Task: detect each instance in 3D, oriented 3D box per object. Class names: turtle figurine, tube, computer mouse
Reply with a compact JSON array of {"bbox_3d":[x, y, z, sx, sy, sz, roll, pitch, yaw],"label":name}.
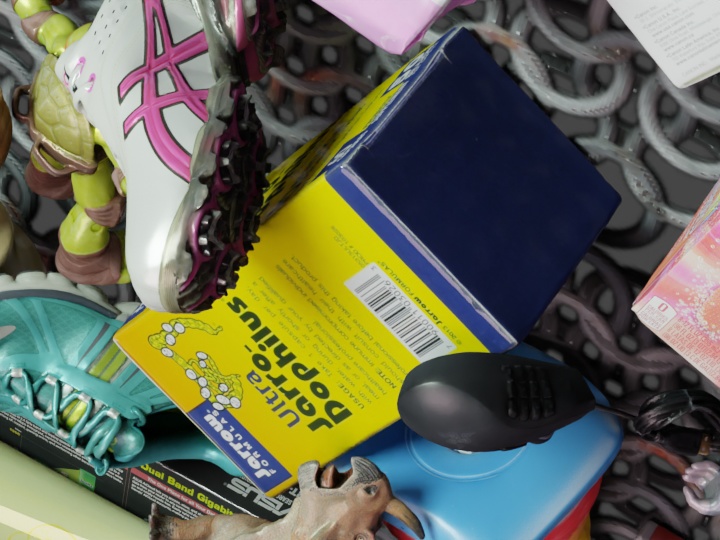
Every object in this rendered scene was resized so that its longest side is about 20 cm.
[{"bbox_3d":[-0.121,-0.059,1.299,0.200,0.064,0.162,52,154,23],"label":"turtle figurine"},{"bbox_3d":[-0.154,0.133,1.449,0.199,0.052,0.058,29,173,6],"label":"tube"},{"bbox_3d":[0.095,0.068,1.219,0.199,0.034,0.059,10,151,-39],"label":"computer mouse"}]

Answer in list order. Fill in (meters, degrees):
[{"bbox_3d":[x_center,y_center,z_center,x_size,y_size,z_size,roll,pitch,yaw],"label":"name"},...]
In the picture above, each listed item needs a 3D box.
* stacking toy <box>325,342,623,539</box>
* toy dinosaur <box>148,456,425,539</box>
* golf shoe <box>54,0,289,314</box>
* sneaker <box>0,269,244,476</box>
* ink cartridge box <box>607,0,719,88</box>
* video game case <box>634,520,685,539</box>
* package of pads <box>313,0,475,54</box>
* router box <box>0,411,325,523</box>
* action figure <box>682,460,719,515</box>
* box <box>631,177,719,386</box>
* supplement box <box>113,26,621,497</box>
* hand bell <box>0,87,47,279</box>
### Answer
[{"bbox_3d":[0.071,0.135,1.352,0.116,0.110,0.201,28,151,34],"label":"stacking toy"},{"bbox_3d":[-0.030,0.153,1.316,0.135,0.086,0.200,0,161,8],"label":"toy dinosaur"},{"bbox_3d":[-0.083,-0.065,1.194,0.092,0.201,0.073,-2,144,10],"label":"golf shoe"},{"bbox_3d":[-0.129,0.055,1.366,0.199,0.080,0.078,9,136,-20],"label":"sneaker"},{"bbox_3d":[0.106,-0.175,1.075,0.200,0.050,0.109,50,138,-11],"label":"ink cartridge box"},{"bbox_3d":[0.204,0.216,1.376,0.199,0.017,0.143,29,138,11],"label":"video game case"},{"bbox_3d":[-0.029,-0.173,1.118,0.200,0.120,0.076,36,110,4],"label":"package of pads"},{"bbox_3d":[-0.112,0.120,1.489,0.199,0.062,0.150,28,139,14],"label":"router box"},{"bbox_3d":[0.218,0.143,1.248,0.148,0.135,0.200,10,153,-6],"label":"action figure"},{"bbox_3d":[0.223,0.028,1.130,0.200,0.103,0.095,41,139,0],"label":"box"},{"bbox_3d":[0.000,0.000,1.263,0.110,0.109,0.200,46,139,-8],"label":"supplement box"},{"bbox_3d":[-0.189,-0.034,1.346,0.104,0.104,0.200,34,151,6],"label":"hand bell"}]
